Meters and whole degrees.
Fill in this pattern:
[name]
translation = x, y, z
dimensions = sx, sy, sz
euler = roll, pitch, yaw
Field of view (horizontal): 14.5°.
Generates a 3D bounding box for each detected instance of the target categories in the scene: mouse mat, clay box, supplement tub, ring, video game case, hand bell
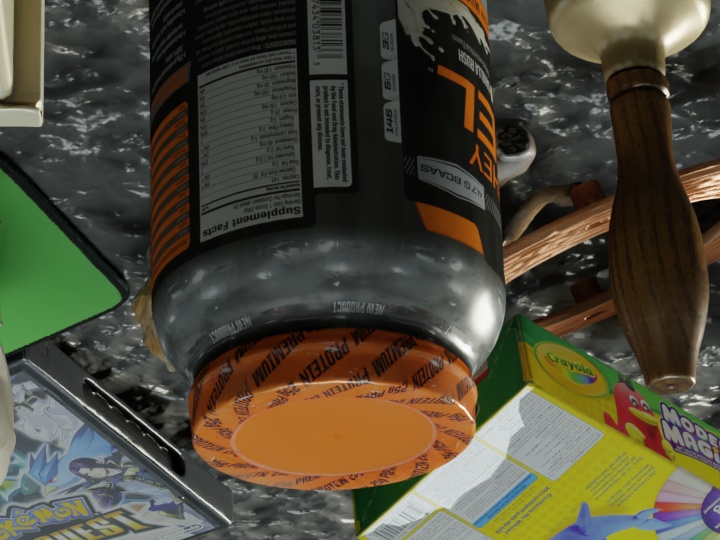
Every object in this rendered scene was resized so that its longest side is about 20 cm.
[mouse mat]
translation = -0.216, 0.018, 1.242
dimensions = 0.199, 0.008, 0.161
euler = -22, 151, 9
[clay box]
translation = 0.107, 0.109, 1.234
dimensions = 0.199, 0.048, 0.115
euler = 30, 122, -29
[supplement tub]
translation = -0.013, -0.034, 0.978
dimensions = 0.122, 0.201, 0.123
euler = -2, 155, -1
[ring]
translation = 0.095, -0.006, 1.178
dimensions = 0.199, 0.019, 0.201
euler = -22, 166, -6
[video game case]
translation = -0.194, 0.106, 1.412
dimensions = 0.199, 0.026, 0.181
euler = -19, 141, 25
[hand bell]
translation = 0.093, -0.053, 0.949
dimensions = 0.103, 0.201, 0.104
euler = -2, 155, -1

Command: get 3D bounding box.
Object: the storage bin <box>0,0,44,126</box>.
[storage bin]
translation = -0.183, -0.146, 0.732
dimensions = 0.198, 0.200, 0.094
euler = -1, 156, -3

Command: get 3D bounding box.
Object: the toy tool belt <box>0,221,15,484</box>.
[toy tool belt]
translation = -0.241, 0.039, 1.161
dimensions = 0.199, 0.125, 0.124
euler = -11, 126, -13

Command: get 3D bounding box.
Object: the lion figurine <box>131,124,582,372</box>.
[lion figurine]
translation = 0.000, 0.000, 1.201
dimensions = 0.198, 0.073, 0.123
euler = -5, 158, -1
